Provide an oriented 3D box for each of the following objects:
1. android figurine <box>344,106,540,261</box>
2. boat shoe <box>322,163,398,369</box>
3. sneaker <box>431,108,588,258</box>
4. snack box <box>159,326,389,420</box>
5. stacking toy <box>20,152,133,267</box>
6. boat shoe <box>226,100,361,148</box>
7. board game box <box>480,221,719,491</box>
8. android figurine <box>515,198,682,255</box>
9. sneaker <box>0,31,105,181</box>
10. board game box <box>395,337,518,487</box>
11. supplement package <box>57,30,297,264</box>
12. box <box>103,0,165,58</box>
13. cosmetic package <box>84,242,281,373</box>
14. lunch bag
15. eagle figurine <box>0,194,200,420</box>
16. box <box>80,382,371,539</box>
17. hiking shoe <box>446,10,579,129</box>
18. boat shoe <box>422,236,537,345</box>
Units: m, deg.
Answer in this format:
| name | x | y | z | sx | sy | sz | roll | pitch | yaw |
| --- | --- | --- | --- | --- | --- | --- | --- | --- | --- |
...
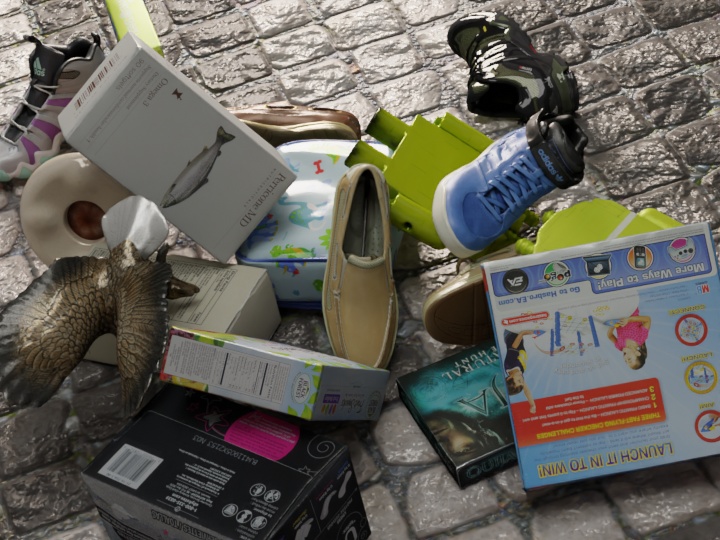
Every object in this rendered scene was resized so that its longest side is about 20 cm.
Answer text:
| name | x | y | z | sx | sy | sz | roll | pitch | yaw |
| --- | --- | --- | --- | --- | --- | --- | --- | --- | --- |
| android figurine | 0.085 | -0.083 | 1.800 | 0.200 | 0.041 | 0.182 | 32 | 42 | 0 |
| boat shoe | 0.000 | 0.000 | 1.684 | 0.071 | 0.201 | 0.076 | -4 | -5 | -6 |
| sneaker | 0.150 | -0.089 | 1.721 | 0.111 | 0.077 | 0.200 | -27 | 10 | 39 |
| snack box | -0.071 | 0.092 | 1.586 | 0.142 | 0.200 | 0.053 | 14 | 90 | 17 |
| stacking toy | -0.261 | -0.086 | 1.921 | 0.146 | 0.147 | 0.200 | -1 | 25 | 14 |
| boat shoe | -0.096 | -0.148 | 1.974 | 0.199 | 0.072 | 0.068 | 3 | 37 | 9 |
| board game box | 0.218 | 0.074 | 1.547 | 0.199 | 0.056 | 0.196 | -10 | 80 | 3 |
| android figurine | 0.237 | 0.007 | 1.650 | 0.200 | 0.041 | 0.182 | 29 | 54 | 22 |
| sneaker | -0.365 | -0.201 | 2.048 | 0.078 | 0.140 | 0.200 | 23 | 51 | 35 |
| board game box | 0.149 | 0.108 | 1.635 | 0.200 | 0.028 | 0.135 | -23 | 40 | -11 |
| supplement package | -0.179 | -0.120 | 1.761 | 0.117 | 0.200 | 0.117 | -51 | 20 | 3 |
| box | -0.252 | -0.253 | 2.094 | 0.048 | 0.122 | 0.200 | -19 | 40 | -5 |
| cosmetic package | -0.190 | 0.042 | 1.771 | 0.200 | 0.071 | 0.105 | 10 | 46 | 26 |
| lunch bag | -0.038 | -0.048 | 1.827 | 0.160 | 0.083 | 0.200 | 0 | 42 | 14 |
| eagle figurine | -0.223 | 0.043 | 1.634 | 0.152 | 0.151 | 0.200 | -44 | 2 | 28 |
| box | -0.113 | 0.199 | 1.534 | 0.200 | 0.115 | 0.132 | 17 | 49 | 34 |
| hiking shoe | 0.145 | -0.219 | 1.982 | 0.101 | 0.076 | 0.200 | -29 | 43 | -23 |
| boat shoe | 0.140 | 0.014 | 1.722 | 0.200 | 0.073 | 0.063 | -18 | 33 | -23 |
